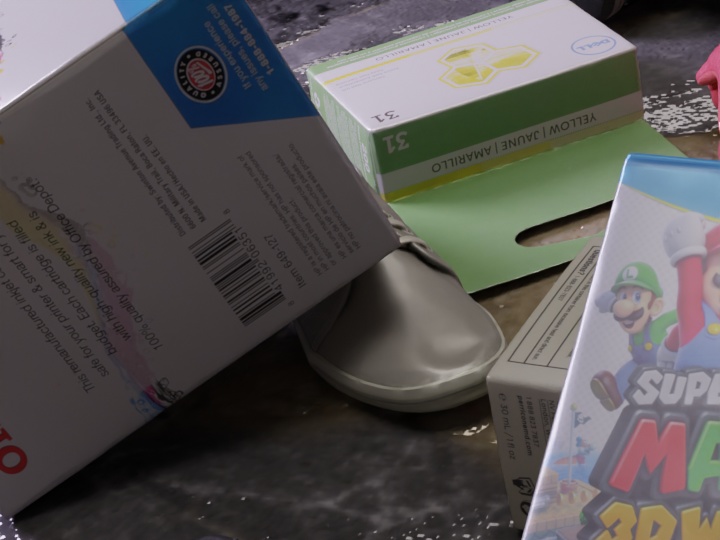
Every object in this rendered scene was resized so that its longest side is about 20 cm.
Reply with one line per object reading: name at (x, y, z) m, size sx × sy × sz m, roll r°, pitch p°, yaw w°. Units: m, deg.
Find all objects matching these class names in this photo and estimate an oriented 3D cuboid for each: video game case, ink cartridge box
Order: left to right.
ink cartridge box at (-0.116, -0.035, 0.841) m, size 0.199 × 0.148 × 0.145 m, roll -34°, pitch 30°, yaw 0°
ink cartridge box at (0.072, -0.068, 0.987) m, size 0.144 × 0.048 × 0.200 m, roll -18°, pitch 27°, yaw -12°
video game case at (0.126, 0.062, 0.651) m, size 0.142 × 0.018 × 0.202 m, roll 7°, pitch 71°, yaw 31°

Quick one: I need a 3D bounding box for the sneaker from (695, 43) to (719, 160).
sneaker at (0.206, -0.056, 0.914) m, size 0.086 × 0.074 × 0.201 m, roll -35°, pitch 32°, yaw 15°

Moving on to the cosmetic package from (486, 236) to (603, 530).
cosmetic package at (0.156, 0.051, 0.720) m, size 0.198 × 0.072 × 0.105 m, roll 8°, pitch 35°, yaw 32°

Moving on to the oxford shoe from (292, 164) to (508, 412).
oxford shoe at (0.000, 0.000, 0.885) m, size 0.075 × 0.058 × 0.200 m, roll -18°, pitch 31°, yaw -16°

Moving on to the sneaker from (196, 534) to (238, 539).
sneaker at (-0.068, 0.130, 0.685) m, size 0.198 × 0.060 × 0.104 m, roll 11°, pitch 37°, yaw 26°

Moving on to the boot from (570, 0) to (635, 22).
boot at (0.139, -0.214, 1.190) m, size 0.153 × 0.074 × 0.204 m, roll -22°, pitch 37°, yaw -21°
